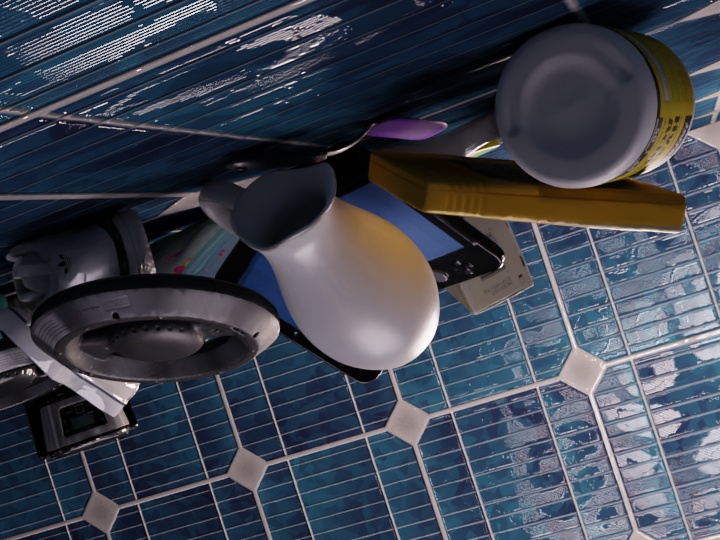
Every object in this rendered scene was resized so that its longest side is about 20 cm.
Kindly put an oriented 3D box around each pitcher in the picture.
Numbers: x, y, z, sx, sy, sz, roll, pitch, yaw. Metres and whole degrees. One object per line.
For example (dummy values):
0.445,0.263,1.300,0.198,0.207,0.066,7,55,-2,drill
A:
-0.034,-0.007,0.959,0.171,0.200,0.121,16,-113,45,pitcher

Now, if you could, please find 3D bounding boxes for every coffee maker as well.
-0.339,0.110,1.332,0.134,0.200,0.192,-18,179,7,coffee maker

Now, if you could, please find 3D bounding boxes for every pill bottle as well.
0.183,-0.122,0.837,0.111,0.112,0.200,-19,179,29,pill bottle

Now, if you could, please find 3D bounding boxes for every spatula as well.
-0.018,-0.101,0.902,0.200,0.021,0.056,-17,180,-32,spatula

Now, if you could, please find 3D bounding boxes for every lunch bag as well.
-0.198,0.013,1.184,0.200,0.077,0.160,-16,-151,42,lunch bag

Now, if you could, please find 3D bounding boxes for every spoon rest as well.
0.062,-0.093,1.105,0.200,0.099,0.061,-31,-164,9,spoon rest

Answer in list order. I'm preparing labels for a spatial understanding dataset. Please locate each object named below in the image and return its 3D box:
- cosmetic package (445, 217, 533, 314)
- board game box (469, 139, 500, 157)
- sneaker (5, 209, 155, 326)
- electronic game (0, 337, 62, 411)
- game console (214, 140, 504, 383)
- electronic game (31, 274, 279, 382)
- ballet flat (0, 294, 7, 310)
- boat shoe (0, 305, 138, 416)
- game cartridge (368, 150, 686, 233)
0.104,-0.034,1.207,0.073,0.104,0.200,-27,-165,-5,cosmetic package
0.060,-0.117,1.238,0.200,0.030,0.095,-20,180,-28,board game box
-0.244,0.002,0.995,0.115,0.075,0.200,-16,174,-15,sneaker
-0.366,0.106,1.138,0.200,0.042,0.200,-21,168,-5,electronic game
0.000,0.000,1.040,0.200,0.119,0.171,34,149,-25,game console
-0.167,0.048,0.932,0.199,0.042,0.200,-4,157,-2,electronic game
-0.388,0.044,1.049,0.067,0.067,0.200,5,-179,1,ballet flat
-0.255,0.066,1.060,0.086,0.075,0.202,-48,146,-8,boat shoe
0.118,-0.065,0.872,0.200,0.033,0.176,5,-169,-15,game cartridge
